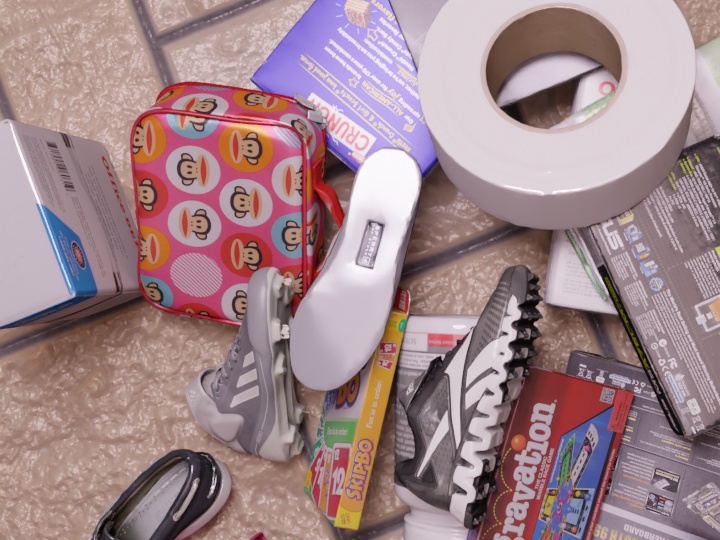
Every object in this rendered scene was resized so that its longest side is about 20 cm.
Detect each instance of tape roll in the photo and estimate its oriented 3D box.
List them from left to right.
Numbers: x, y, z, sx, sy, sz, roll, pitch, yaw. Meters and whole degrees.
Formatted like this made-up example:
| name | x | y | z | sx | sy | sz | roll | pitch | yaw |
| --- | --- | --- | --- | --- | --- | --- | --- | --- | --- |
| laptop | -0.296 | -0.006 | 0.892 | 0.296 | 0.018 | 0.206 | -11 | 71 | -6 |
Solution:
| name | x | y | z | sx | sy | sz | roll | pitch | yaw |
| --- | --- | --- | --- | --- | --- | --- | --- | --- | --- |
| tape roll | 0.145 | -0.135 | 0.908 | 0.202 | 0.071 | 0.203 | -4 | 70 | 11 |

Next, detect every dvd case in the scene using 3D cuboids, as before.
| name | x | y | z | sx | sy | sz | roll | pitch | yaw |
| --- | --- | --- | --- | --- | --- | --- | --- | --- | --- |
| dvd case | 0.130 | -0.216 | 0.985 | 0.200 | 0.016 | 0.149 | -21 | 81 | 3 |

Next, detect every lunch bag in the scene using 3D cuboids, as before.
| name | x | y | z | sx | sy | sz | roll | pitch | yaw |
| --- | --- | --- | --- | --- | --- | --- | --- | --- | --- |
| lunch bag | -0.097 | -0.050 | 1.019 | 0.176 | 0.082 | 0.200 | 9 | 120 | 7 |

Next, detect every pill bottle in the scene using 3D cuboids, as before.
| name | x | y | z | sx | sy | sz | roll | pitch | yaw |
| --- | --- | --- | --- | --- | --- | --- | --- | --- | --- |
| pill bottle | 0.084 | 0.138 | 1.016 | 0.114 | 0.114 | 0.201 | 1 | 90 | 6 |

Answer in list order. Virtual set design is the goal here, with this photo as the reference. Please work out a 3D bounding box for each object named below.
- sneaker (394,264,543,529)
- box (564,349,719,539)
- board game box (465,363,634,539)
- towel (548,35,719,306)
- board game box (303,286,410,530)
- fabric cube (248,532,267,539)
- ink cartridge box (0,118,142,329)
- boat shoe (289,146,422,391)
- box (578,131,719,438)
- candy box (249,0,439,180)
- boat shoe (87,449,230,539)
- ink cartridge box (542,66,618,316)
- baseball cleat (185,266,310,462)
| name | x | y | z | sx | sy | sz | roll | pitch | yaw |
| --- | --- | --- | --- | --- | --- | --- | --- | --- | --- |
| sneaker | 0.075 | 0.087 | 0.924 | 0.090 | 0.066 | 0.201 | 17 | 94 | 22 |
| box | 0.246 | 0.165 | 0.986 | 0.200 | 0.048 | 0.159 | 14 | 91 | 36 |
| board game box | 0.143 | 0.180 | 0.967 | 0.103 | 0.019 | 0.201 | 15 | 92 | -21 |
| towel | 0.245 | -0.083 | 0.958 | 0.200 | 0.031 | 0.149 | -29 | 88 | 4 |
| board game box | -0.003 | 0.106 | 1.029 | 0.030 | 0.096 | 0.201 | 14 | 94 | -20 |
| fabric cube | -0.125 | 0.365 | 0.994 | 0.199 | 0.196 | 0.200 | -35 | 86 | 4 |
| ink cartridge box | -0.256 | -0.034 | 1.011 | 0.084 | 0.200 | 0.146 | -22 | 87 | 8 |
| boat shoe | 0.000 | 0.000 | 0.977 | 0.071 | 0.070 | 0.200 | 17 | 91 | 7 |
| box | 0.286 | -0.003 | 0.919 | 0.193 | 0.048 | 0.200 | -25 | 85 | 0 |
| candy box | 0.034 | -0.181 | 1.043 | 0.169 | 0.077 | 0.200 | 42 | 92 | 5 |
| boat shoe | -0.201 | 0.230 | 1.055 | 0.076 | 0.060 | 0.200 | 39 | 88 | 33 |
| ink cartridge box | 0.238 | -0.059 | 1.015 | 0.146 | 0.086 | 0.201 | 9 | 88 | 6 |
| baseball cleat | -0.100 | 0.083 | 1.021 | 0.106 | 0.070 | 0.200 | 5 | 123 | 12 |
